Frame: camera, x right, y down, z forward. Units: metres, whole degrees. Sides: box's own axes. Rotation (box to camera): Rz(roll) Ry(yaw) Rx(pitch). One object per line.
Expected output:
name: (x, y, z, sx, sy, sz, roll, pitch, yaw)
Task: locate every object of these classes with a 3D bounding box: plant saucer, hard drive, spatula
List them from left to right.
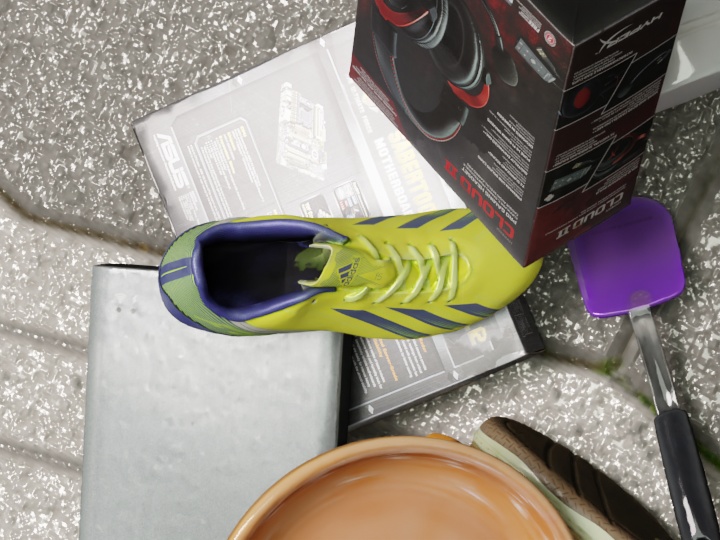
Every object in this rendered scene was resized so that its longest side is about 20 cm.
hard drive: (-0.077, 0.101, 1.440, 0.139, 0.033, 0.200, 4, 94, 16)
plant saucer: (0.016, 0.178, 1.360, 0.200, 0.037, 0.200, -1, 96, -13)
spatula: (0.155, 0.058, 1.413, 0.056, 0.021, 0.200, -16, 80, 10)

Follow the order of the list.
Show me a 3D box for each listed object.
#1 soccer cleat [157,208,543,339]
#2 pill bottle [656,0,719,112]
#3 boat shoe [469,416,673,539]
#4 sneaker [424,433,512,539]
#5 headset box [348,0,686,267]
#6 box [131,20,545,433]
soccer cleat: (0.000, 0.001, 1.362, 0.200, 0.084, 0.065, -4, 82, -14)
pill bottle: (0.130, -0.182, 1.378, 0.116, 0.116, 0.200, -22, 85, 16)
boat shoe: (0.125, 0.161, 1.415, 0.200, 0.072, 0.076, 41, 108, 11)
sneaker: (0.024, 0.184, 1.407, 0.076, 0.092, 0.200, 19, 111, 49)
headset box: (0.071, -0.109, 1.326, 0.075, 0.200, 0.149, -30, 65, -23)
box: (-0.013, -0.019, 1.459, 0.158, 0.048, 0.200, -24, 86, 15)
